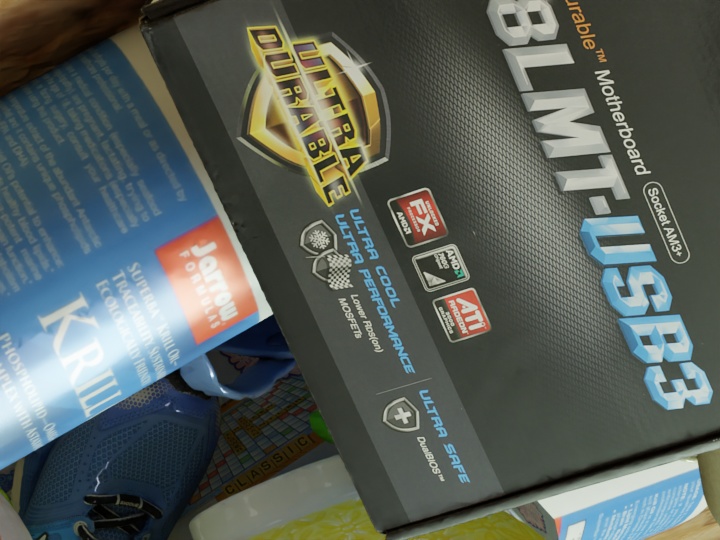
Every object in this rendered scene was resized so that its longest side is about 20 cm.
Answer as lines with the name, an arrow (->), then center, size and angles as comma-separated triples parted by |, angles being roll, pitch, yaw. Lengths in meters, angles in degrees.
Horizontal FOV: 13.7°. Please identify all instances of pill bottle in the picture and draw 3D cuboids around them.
pill bottle -> 0.119, 0.090, 1.554 | 0.200, 0.112, 0.112 | -15, 154, -38
pill bottle -> -0.087, -0.016, 1.024 | 0.200, 0.112, 0.112 | -30, 160, -7

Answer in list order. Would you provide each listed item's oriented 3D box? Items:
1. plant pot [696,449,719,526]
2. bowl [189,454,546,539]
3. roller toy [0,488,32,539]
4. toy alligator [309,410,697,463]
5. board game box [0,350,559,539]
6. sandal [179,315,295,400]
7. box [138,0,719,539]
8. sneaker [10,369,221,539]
plant pot -> 0.191, 0.011, 1.073 | 0.187, 0.187, 0.200 | -18, 135, -35
bowl -> -0.011, 0.133, 1.171 | 0.200, 0.108, 0.200 | -22, 170, -4
roller toy -> -0.214, 0.149, 1.082 | 0.200, 0.183, 0.140 | 3, 127, -24
toy alligator -> 0.066, 0.047, 1.205 | 0.200, 0.059, 0.054 | 4, 97, -36
board game box -> -0.054, 0.103, 1.258 | 0.200, 0.200, 0.041 | -37, -160, 14
sandal -> 0.000, 0.000, 1.139 | 0.200, 0.087, 0.080 | -19, 121, 7
box -> 0.061, -0.032, 0.937 | 0.198, 0.200, 0.050 | -17, -160, 19
sneaker -> -0.108, 0.124, 1.187 | 0.078, 0.089, 0.200 | 16, 117, -30
